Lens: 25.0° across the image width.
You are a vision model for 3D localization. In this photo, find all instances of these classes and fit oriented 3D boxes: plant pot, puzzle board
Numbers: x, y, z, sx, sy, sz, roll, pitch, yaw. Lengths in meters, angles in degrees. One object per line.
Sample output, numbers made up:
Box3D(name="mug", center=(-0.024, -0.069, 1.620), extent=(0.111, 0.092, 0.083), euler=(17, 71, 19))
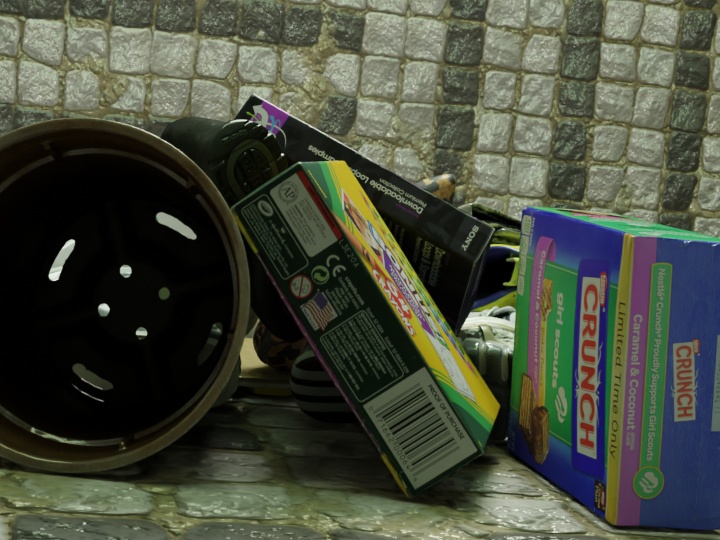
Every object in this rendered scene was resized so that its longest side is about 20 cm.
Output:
Box3D(name="plant pot", center=(-0.158, 0.019, 1.016), extent=(0.198, 0.202, 0.198), euler=(6, -3, 2))
Box3D(name="puzzle board", center=(-0.084, 0.077, 1.316), extent=(0.149, 0.018, 0.200), euler=(6, 6, -13))

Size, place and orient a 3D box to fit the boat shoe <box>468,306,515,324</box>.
Box3D(name="boat shoe", center=(0.111, 0.055, 1.284), extent=(0.198, 0.074, 0.067), euler=(3, -36, -12))

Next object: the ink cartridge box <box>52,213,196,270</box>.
Box3D(name="ink cartridge box", center=(-0.243, -0.023, 1.425), extent=(0.145, 0.085, 0.200), euler=(10, 34, 41))

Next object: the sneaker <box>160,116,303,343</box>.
Box3D(name="sneaker", center=(-0.079, -0.034, 1.157), extent=(0.090, 0.201, 0.076), euler=(21, 53, 42))

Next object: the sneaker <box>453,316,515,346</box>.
Box3D(name="sneaker", center=(0.126, 0.084, 1.209), extent=(0.198, 0.078, 0.089), euler=(4, 14, 2))

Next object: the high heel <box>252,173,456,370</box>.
Box3D(name="high heel", center=(0.000, 0.000, 1.263), extent=(0.071, 0.200, 0.143), euler=(44, 9, 8))

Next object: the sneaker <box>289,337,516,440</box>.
Box3D(name="sneaker", center=(0.052, 0.060, 1.175), extent=(0.198, 0.076, 0.116), euler=(6, 26, 2))

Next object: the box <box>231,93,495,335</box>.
Box3D(name="box", center=(-0.001, -0.038, 1.175), extent=(0.199, 0.036, 0.143), euler=(31, -20, 9))

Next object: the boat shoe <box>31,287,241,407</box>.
Box3D(name="boat shoe", center=(-0.182, 0.049, 1.161), extent=(0.198, 0.073, 0.062), euler=(13, 18, -4))

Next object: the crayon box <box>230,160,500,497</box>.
Box3D(name="crayon box", center=(0.009, 0.028, 1.020), extent=(0.058, 0.201, 0.173), euler=(-32, -1, 10))

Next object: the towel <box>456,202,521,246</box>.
Box3D(name="towel", center=(0.093, -0.002, 1.432), extent=(0.192, 0.035, 0.199), euler=(17, -25, -39))

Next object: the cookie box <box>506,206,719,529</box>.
Box3D(name="cookie box", center=(0.159, 0.053, 1.017), extent=(0.075, 0.173, 0.200), euler=(2, 6, -14))

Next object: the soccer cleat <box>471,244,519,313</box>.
Box3D(name="soccer cleat", center=(0.152, 0.007, 1.317), extent=(0.198, 0.065, 0.084), euler=(-5, -17, 8))

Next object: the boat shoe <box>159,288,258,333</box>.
Box3D(name="boat shoe", center=(-0.176, 0.042, 1.228), extent=(0.198, 0.075, 0.066), euler=(-18, 6, -21))

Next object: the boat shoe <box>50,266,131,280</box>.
Box3D(name="boat shoe", center=(-0.192, 0.027, 1.310), extent=(0.199, 0.071, 0.071), euler=(-6, 2, -32))

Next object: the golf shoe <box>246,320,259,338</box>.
Box3D(name="golf shoe", center=(-0.149, 0.036, 1.450), extent=(0.198, 0.076, 0.091), euler=(2, 15, 20))
